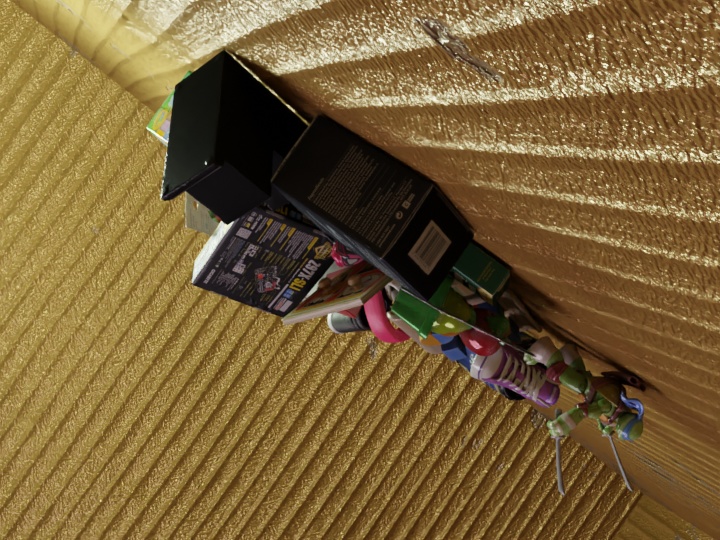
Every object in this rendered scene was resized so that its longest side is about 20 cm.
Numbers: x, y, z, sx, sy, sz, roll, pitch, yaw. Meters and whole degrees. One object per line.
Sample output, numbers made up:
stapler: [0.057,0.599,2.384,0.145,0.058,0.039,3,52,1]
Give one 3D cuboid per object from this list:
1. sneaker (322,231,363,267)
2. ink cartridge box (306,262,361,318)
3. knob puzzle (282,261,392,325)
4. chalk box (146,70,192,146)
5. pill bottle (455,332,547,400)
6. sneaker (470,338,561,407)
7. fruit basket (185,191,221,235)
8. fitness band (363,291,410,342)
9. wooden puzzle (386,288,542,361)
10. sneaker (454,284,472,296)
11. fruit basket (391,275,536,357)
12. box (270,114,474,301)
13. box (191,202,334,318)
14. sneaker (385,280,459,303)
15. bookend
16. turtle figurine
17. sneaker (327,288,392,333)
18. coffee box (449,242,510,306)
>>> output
sneaker: [-0.034,-0.093,1.529,0.081,0.074,0.201,57,-175,-50]
ink cartridge box: [-0.071,-0.009,1.819,0.198,0.118,0.067,15,166,42]
knob puzzle: [0.000,0.000,1.596,0.031,0.218,0.219,60,172,-11]
chalk box: [-0.253,-0.230,1.848,0.124,0.125,0.199,39,176,-41]
pill bottle: [0.234,0.142,2.032,0.112,0.113,0.199,38,176,-39]
sneaker: [0.239,0.152,1.675,0.113,0.074,0.200,29,-176,28]
fruit basket: [-0.175,-0.064,1.726,0.197,0.095,0.186,15,-156,-17]
fitness band: [0.045,0.011,1.757,0.037,0.204,0.143,-5,-165,29]
wooden puzzle: [0.159,0.089,1.705,0.197,0.047,0.185,-12,157,19]
sneaker: [0.105,0.041,1.909,0.200,0.119,0.074,40,177,-30]
fruit basket: [0.140,0.060,1.527,0.197,0.095,0.185,20,-179,3]
box: [0.014,-0.074,1.355,0.199,0.105,0.148,35,177,32]
box: [-0.129,-0.025,1.603,0.158,0.200,0.050,19,-134,-21]
sneaker: [0.090,0.016,1.740,0.073,0.117,0.200,32,176,26]
bookend: [-0.141,-0.131,1.424,0.199,0.091,0.201,38,-144,-38]
turtle figurine: [0.303,0.202,1.607,0.195,0.142,0.202,55,151,40]
sneaker: [0.026,0.015,1.833,0.070,0.203,0.098,34,165,-35]
coffee box: [0.107,-0.032,1.496,0.199,0.044,0.123,36,177,9]
